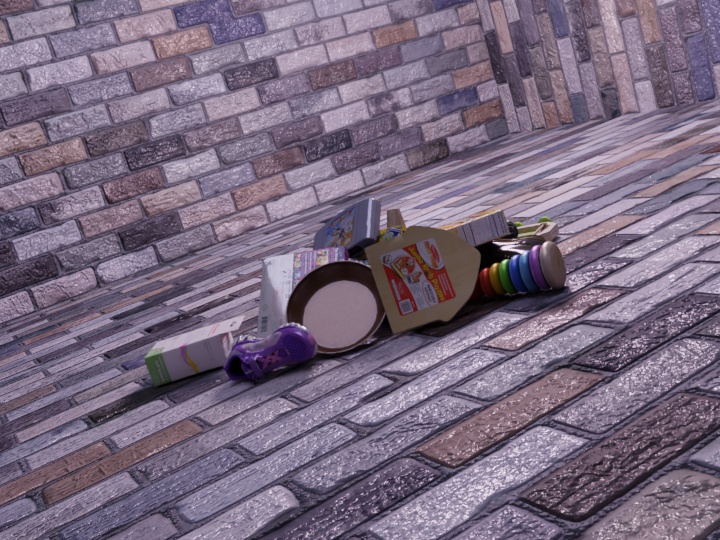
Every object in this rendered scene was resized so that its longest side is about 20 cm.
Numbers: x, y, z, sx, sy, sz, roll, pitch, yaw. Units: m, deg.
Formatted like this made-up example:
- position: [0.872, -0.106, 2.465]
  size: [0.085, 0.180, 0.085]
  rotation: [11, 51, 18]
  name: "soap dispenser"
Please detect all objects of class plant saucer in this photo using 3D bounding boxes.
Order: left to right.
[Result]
- position: [-0.041, 0.074, 1.516]
  size: [0.198, 0.037, 0.202]
  rotation: [-8, 55, 12]
  name: "plant saucer"

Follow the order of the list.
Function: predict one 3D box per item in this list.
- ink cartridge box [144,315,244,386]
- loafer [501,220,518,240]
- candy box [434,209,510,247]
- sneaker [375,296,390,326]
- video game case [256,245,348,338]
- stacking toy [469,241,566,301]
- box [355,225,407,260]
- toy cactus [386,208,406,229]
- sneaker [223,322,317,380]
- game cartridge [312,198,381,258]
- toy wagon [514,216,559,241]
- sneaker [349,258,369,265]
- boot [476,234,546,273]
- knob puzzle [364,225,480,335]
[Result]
- position: [-0.325, 0.162, 1.655]
  size: [0.198, 0.068, 0.117]
  rotation: [-18, 11, 3]
  name: "ink cartridge box"
- position: [0.258, -0.054, 1.739]
  size: [0.199, 0.074, 0.072]
  rotation: [-18, -34, 40]
  name: "loafer"
- position: [0.180, -0.063, 1.600]
  size: [0.198, 0.056, 0.115]
  rotation: [-21, 7, -13]
  name: "candy box"
- position: [0.061, 0.047, 1.608]
  size: [0.113, 0.077, 0.199]
  rotation: [-18, 18, -21]
  name: "sneaker"
- position: [-0.112, 0.052, 1.598]
  size: [0.179, 0.036, 0.202]
  rotation: [-10, 54, 12]
  name: "video game case"
- position: [0.270, 0.010, 1.487]
  size: [0.198, 0.086, 0.085]
  rotation: [-15, 11, 33]
  name: "stacking toy"
- position: [0.043, -0.044, 1.753]
  size: [0.070, 0.065, 0.199]
  rotation: [25, -21, -34]
  name: "box"
- position: [0.094, -0.058, 1.862]
  size: [0.198, 0.167, 0.102]
  rotation: [-11, -6, 16]
  name: "toy cactus"
- position: [-0.168, 0.156, 1.457]
  size: [0.198, 0.081, 0.088]
  rotation: [-16, 17, 31]
  name: "sneaker"
- position: [-0.036, -0.074, 1.786]
  size: [0.199, 0.041, 0.134]
  rotation: [-31, 43, 36]
  name: "game cartridge"
- position: [0.347, -0.073, 1.847]
  size: [0.198, 0.040, 0.155]
  rotation: [-11, 13, 33]
  name: "toy wagon"
- position: [0.000, 0.000, 1.729]
  size: [0.198, 0.075, 0.087]
  rotation: [15, 10, -28]
  name: "sneaker"
- position: [0.285, -0.017, 1.601]
  size: [0.198, 0.078, 0.138]
  rotation: [-17, 16, 4]
  name: "boot"
- position: [0.127, 0.008, 1.489]
  size: [0.217, 0.222, 0.031]
  rotation: [-17, -23, 0]
  name: "knob puzzle"
